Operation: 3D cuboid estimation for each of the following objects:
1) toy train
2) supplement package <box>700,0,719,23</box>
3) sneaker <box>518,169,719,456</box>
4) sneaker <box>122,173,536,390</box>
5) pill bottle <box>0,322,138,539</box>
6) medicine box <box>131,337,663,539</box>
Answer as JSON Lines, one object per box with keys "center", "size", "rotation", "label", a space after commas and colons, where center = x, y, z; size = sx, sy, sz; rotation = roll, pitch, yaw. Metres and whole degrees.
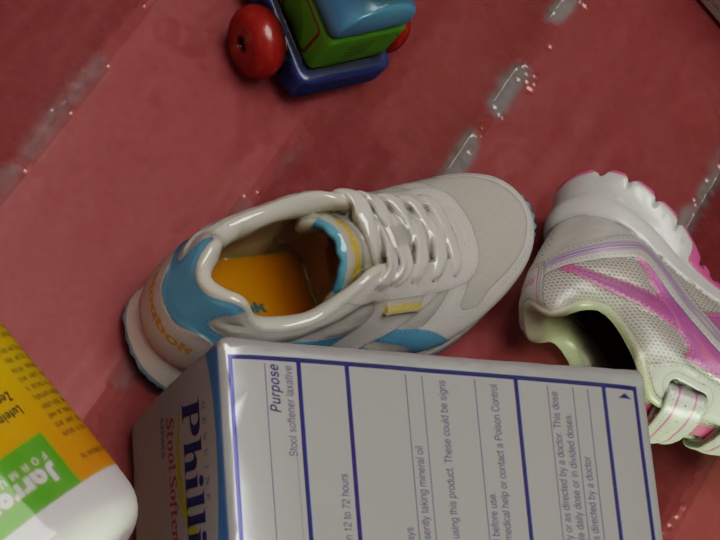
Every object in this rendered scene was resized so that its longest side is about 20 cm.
{"center": [-0.028, -0.191, 1.274], "size": [0.085, 0.116, 0.200], "rotation": [-14, 75, -30], "label": "toy train"}
{"center": [0.293, -0.127, 1.403], "size": [0.156, 0.111, 0.200], "rotation": [-39, 87, -33], "label": "supplement package"}
{"center": [0.148, 0.050, 1.281], "size": [0.200, 0.081, 0.088], "rotation": [38, 58, 4], "label": "sneaker"}
{"center": [0.000, 0.000, 1.226], "size": [0.200, 0.081, 0.077], "rotation": [-19, 76, -32], "label": "sneaker"}
{"center": [-0.156, 0.085, 1.090], "size": [0.111, 0.111, 0.200], "rotation": [-37, 84, -33], "label": "pill bottle"}
{"center": [0.019, 0.135, 1.162], "size": [0.200, 0.103, 0.182], "rotation": [5, 66, -23], "label": "medicine box"}
